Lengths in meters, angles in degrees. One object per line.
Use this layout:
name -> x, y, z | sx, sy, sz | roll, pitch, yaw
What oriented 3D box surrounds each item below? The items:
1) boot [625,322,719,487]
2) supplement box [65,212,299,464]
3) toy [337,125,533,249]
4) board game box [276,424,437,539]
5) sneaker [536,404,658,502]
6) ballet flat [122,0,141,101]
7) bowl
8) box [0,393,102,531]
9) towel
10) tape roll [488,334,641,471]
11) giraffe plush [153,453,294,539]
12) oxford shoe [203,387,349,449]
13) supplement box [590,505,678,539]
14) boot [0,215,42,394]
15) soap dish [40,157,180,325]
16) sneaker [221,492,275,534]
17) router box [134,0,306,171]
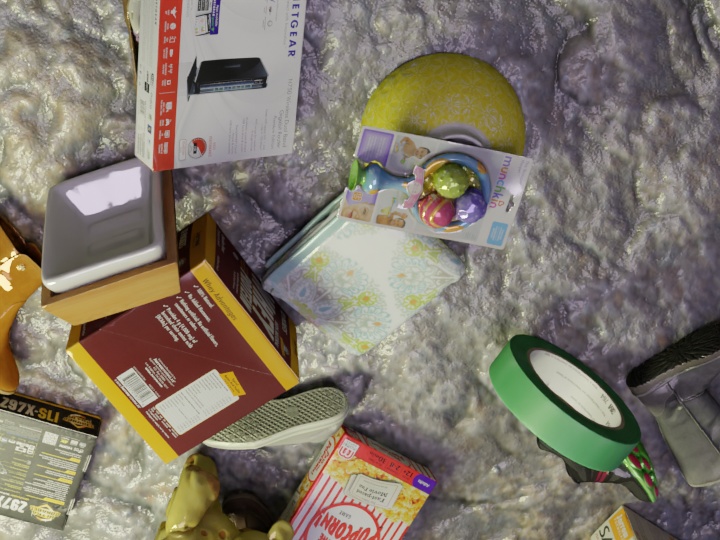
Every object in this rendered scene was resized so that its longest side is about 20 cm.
boot -> 0.464, 0.180, 1.704 | 0.181, 0.073, 0.200 | -30, 109, 25
supplement box -> -0.208, 0.081, 1.556 | 0.200, 0.133, 0.198 | -32, 114, 10
toy -> 0.084, -0.083, 1.431 | 0.199, 0.047, 0.116 | 11, 116, -10
board game box -> -0.015, 0.322, 1.718 | 0.151, 0.046, 0.201 | 29, 97, -19
sneaker -> 0.318, 0.249, 1.733 | 0.200, 0.077, 0.084 | 35, 126, -17
ballet flat -> -0.228, -0.247, 1.426 | 0.067, 0.072, 0.201 | 0, 116, -3
bowl -> 0.102, -0.138, 1.492 | 0.199, 0.108, 0.201 | -2, 117, -5
box -> -0.450, 0.235, 1.658 | 0.199, 0.049, 0.160 | 18, 116, -14
towel -> 0.000, 0.000, 1.566 | 0.171, 0.048, 0.200 | 38, 120, -22
tape roll -> 0.252, 0.161, 1.601 | 0.200, 0.201, 0.048 | 29, 111, -18
giraffe plush -> -0.175, 0.348, 1.646 | 0.162, 0.200, 0.173 | 22, 111, -6
oxford shoe -> -0.110, 0.197, 1.663 | 0.199, 0.075, 0.058 | -10, 145, 0
supplement box -> 0.424, 0.429, 1.792 | 0.200, 0.126, 0.074 | 33, 111, -19
boot -> -0.424, 0.043, 1.551 | 0.144, 0.071, 0.202 | -27, 111, 11
soap dish -> -0.277, -0.034, 1.462 | 0.157, 0.200, 0.081 | -18, 130, 4
sneaker -> -0.139, 0.394, 1.749 | 0.070, 0.076, 0.201 | -14, 117, 2
router box -> -0.153, -0.219, 1.417 | 0.179, 0.049, 0.201 | -11, 121, -32
